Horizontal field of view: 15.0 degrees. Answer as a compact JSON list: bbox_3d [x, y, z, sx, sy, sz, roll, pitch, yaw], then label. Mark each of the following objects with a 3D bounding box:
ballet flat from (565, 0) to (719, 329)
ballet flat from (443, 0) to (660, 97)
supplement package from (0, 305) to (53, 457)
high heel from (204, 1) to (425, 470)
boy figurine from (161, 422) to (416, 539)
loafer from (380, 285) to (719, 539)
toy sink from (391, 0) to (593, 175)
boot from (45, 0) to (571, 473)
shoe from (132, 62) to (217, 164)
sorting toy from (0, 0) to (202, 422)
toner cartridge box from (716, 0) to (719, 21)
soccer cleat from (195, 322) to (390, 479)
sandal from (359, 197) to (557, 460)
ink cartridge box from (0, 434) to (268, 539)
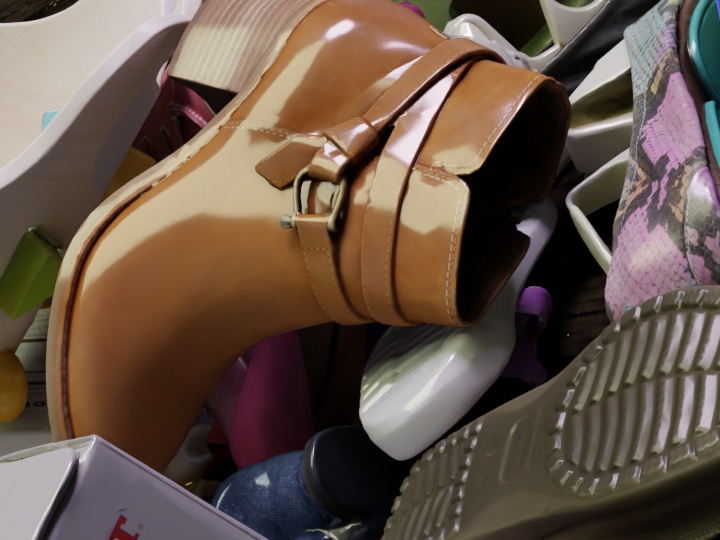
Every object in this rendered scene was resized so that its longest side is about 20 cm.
[{"bbox_3d":[0.102,-0.040,0.921,0.071,0.069,0.200,-23,25,18],"label":"ballet flat"},{"bbox_3d":[0.073,-0.084,1.033,0.200,0.068,0.068,-43,6,-1],"label":"ballet flat"},{"bbox_3d":[-0.153,0.074,1.170,0.200,0.116,0.118,-111,20,-63],"label":"supplement package"},{"bbox_3d":[0.000,0.000,1.039,0.096,0.067,0.201,45,128,30],"label":"high heel"},{"bbox_3d":[-0.064,0.125,1.016,0.199,0.064,0.125,-26,72,38],"label":"boy figurine"},{"bbox_3d":[0.085,0.064,0.849,0.200,0.067,0.076,-28,38,51],"label":"loafer"},{"bbox_3d":[0.030,-0.149,1.086,0.131,0.200,0.112,-49,22,14],"label":"toy sink"},{"bbox_3d":[-0.017,0.002,0.952,0.155,0.077,0.201,19,81,37],"label":"boot"},{"bbox_3d":[-0.065,-0.049,1.144,0.091,0.071,0.200,-52,13,5],"label":"shoe"},{"bbox_3d":[-0.121,-0.053,1.067,0.180,0.107,0.200,-48,15,23],"label":"sorting toy"},{"bbox_3d":[0.159,-0.084,0.839,0.095,0.043,0.201,-32,53,40],"label":"toner cartridge box"},{"bbox_3d":[-0.027,0.040,1.148,0.200,0.068,0.074,-27,60,46],"label":"soccer cleat"},{"bbox_3d":[0.042,0.031,0.999,0.082,0.050,0.203,-39,7,22],"label":"sandal"},{"bbox_3d":[-0.049,0.162,0.816,0.083,0.200,0.147,-14,46,60],"label":"ink cartridge box"}]
